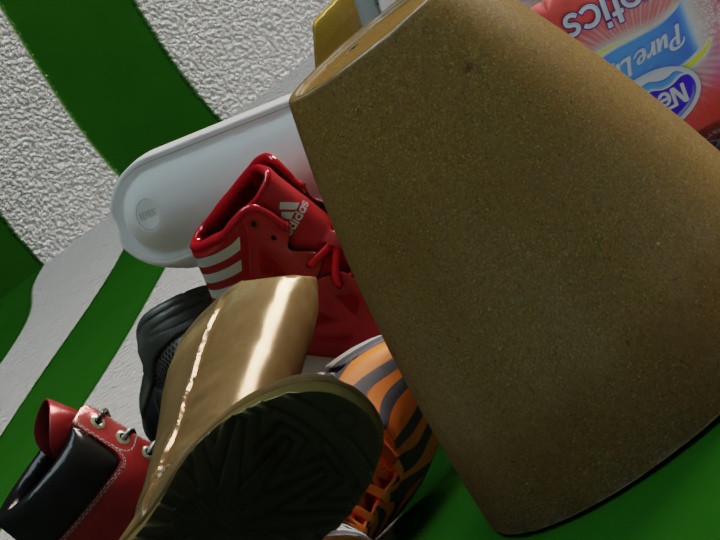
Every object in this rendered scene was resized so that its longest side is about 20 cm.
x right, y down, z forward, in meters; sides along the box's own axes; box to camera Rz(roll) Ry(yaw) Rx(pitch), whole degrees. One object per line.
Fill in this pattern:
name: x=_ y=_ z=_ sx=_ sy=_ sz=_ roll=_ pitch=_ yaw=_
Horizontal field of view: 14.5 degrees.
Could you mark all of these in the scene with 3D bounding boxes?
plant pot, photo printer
plant pot: x=0.067 y=-0.025 z=1.200 sx=0.186 sy=0.200 sz=0.186 roll=-38 pitch=8 yaw=7
photo printer: x=-0.025 y=-0.059 z=1.505 sx=0.200 sy=0.070 sz=0.166 roll=-19 pitch=0 yaw=32

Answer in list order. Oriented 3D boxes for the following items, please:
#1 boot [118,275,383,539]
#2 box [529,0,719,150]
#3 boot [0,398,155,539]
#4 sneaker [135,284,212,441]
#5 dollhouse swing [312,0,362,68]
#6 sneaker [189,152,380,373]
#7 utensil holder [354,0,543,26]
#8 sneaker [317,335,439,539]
boot: x=-0.046 y=0.057 z=1.246 sx=0.175 sy=0.066 sz=0.200 roll=-39 pitch=17 yaw=28
box: x=0.151 y=-0.090 z=1.313 sx=0.200 sy=0.095 sz=0.103 roll=-26 pitch=-21 yaw=23
boot: x=-0.077 y=0.092 z=1.383 sx=0.200 sy=0.144 sz=0.072 roll=-42 pitch=8 yaw=-27
sneaker: x=-0.073 y=0.096 z=1.570 sx=0.076 sy=0.114 sz=0.200 roll=-21 pitch=-22 yaw=-9
dollhouse swing: x=0.086 y=-0.159 z=1.777 sx=0.176 sy=0.200 sz=0.182 roll=-45 pitch=7 yaw=17
sneaker: x=0.000 y=0.000 z=1.380 sx=0.200 sy=0.116 sz=0.078 roll=-7 pitch=46 yaw=30
utensil holder: x=0.096 y=-0.186 z=1.618 sx=0.200 sy=0.170 sz=0.170 roll=-17 pitch=9 yaw=-4
sneaker: x=-0.004 y=0.110 z=1.270 sx=0.200 sy=0.078 sz=0.112 roll=-54 pitch=18 yaw=-20
